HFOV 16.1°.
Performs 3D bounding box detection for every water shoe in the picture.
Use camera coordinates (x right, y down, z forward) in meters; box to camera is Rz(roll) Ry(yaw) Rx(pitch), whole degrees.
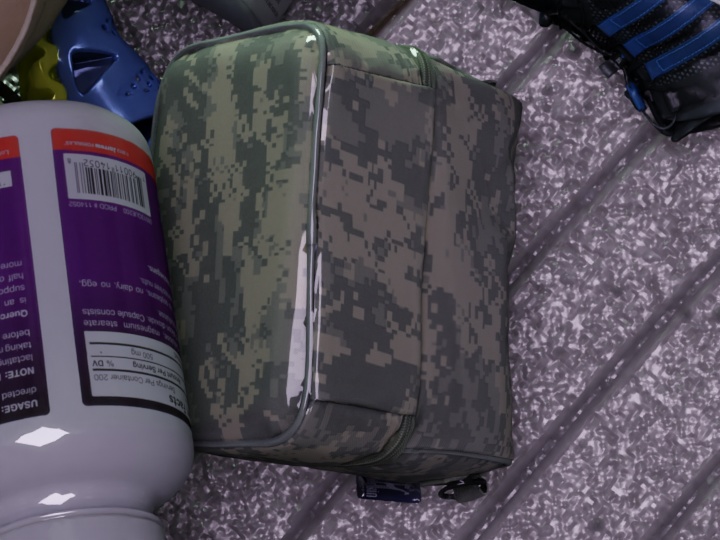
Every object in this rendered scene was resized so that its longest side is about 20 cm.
[{"bbox_3d":[0.144,-0.102,1.186,0.200,0.072,0.079,15,87,9],"label":"water shoe"}]

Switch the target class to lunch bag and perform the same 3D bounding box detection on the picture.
[{"bbox_3d":[0.000,0.000,1.151,0.139,0.168,0.200,-7,77,51],"label":"lunch bag"}]

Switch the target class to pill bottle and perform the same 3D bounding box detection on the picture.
[{"bbox_3d":[-0.133,0.036,1.084,0.112,0.112,0.200,-11,69,5],"label":"pill bottle"}]

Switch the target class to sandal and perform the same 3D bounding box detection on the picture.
[{"bbox_3d":[-0.114,-0.065,1.217,0.087,0.079,0.200,-14,85,-10],"label":"sandal"}]

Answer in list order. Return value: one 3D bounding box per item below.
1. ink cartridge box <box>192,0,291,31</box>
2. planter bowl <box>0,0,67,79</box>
[{"bbox_3d":[-0.059,-0.236,1.219,0.145,0.088,0.200,30,86,10],"label":"ink cartridge box"},{"bbox_3d":[-0.198,-0.175,1.125,0.200,0.135,0.201,8,113,19],"label":"planter bowl"}]
